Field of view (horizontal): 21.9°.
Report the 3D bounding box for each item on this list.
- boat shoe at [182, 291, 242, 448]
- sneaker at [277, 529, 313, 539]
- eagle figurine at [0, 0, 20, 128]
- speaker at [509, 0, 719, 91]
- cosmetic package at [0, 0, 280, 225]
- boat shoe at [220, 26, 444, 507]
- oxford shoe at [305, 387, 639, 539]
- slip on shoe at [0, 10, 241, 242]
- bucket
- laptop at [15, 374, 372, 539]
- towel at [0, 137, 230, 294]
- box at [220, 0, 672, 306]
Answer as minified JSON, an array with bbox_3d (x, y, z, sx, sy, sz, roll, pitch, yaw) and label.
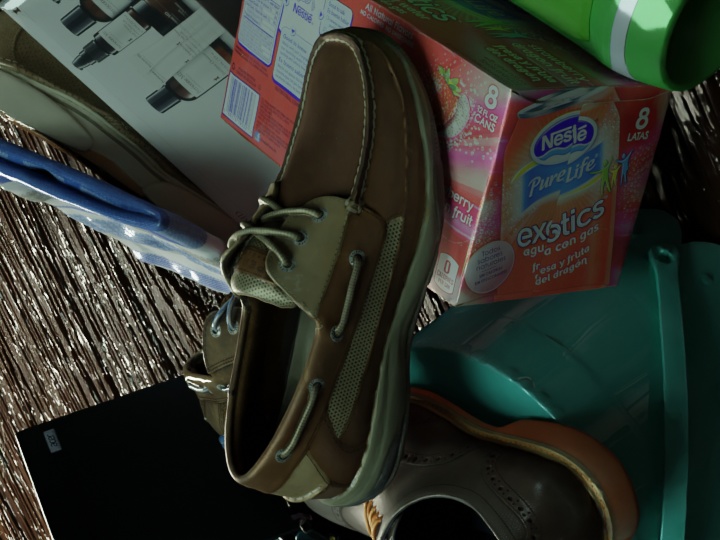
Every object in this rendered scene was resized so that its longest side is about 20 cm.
[{"bbox_3d":[-0.041,0.038,0.906,0.072,0.072,0.200,42,145,-2],"label":"boat shoe"},{"bbox_3d":[-0.009,0.193,1.150,0.200,0.071,0.080,48,148,19],"label":"sneaker"},{"bbox_3d":[-0.228,-0.171,1.118,0.151,0.152,0.200,0,111,30],"label":"eagle figurine"},{"bbox_3d":[0.073,-0.156,0.778,0.200,0.088,0.088,38,140,29],"label":"speaker"},{"bbox_3d":[-0.079,-0.099,0.942,0.083,0.051,0.200,-31,121,30],"label":"cosmetic package"},{"bbox_3d":[-0.016,-0.001,0.758,0.076,0.072,0.200,5,92,53],"label":"boat shoe"},{"bbox_3d":[0.023,0.097,0.797,0.200,0.073,0.071,-3,111,53],"label":"oxford shoe"},{"bbox_3d":[-0.118,-0.072,0.996,0.200,0.061,0.076,32,174,-19],"label":"slip on shoe"},{"bbox_3d":[0.105,0.087,0.870,0.207,0.135,0.207,31,136,35],"label":"bucket"},{"bbox_3d":[-0.067,0.141,1.027,0.200,0.103,0.177,36,-171,-32],"label":"laptop"},{"bbox_3d":[-0.112,-0.019,1.003,0.147,0.024,0.200,22,175,28],"label":"towel"},{"bbox_3d":[0.032,-0.077,0.831,0.200,0.095,0.103,39,126,45],"label":"box"}]
